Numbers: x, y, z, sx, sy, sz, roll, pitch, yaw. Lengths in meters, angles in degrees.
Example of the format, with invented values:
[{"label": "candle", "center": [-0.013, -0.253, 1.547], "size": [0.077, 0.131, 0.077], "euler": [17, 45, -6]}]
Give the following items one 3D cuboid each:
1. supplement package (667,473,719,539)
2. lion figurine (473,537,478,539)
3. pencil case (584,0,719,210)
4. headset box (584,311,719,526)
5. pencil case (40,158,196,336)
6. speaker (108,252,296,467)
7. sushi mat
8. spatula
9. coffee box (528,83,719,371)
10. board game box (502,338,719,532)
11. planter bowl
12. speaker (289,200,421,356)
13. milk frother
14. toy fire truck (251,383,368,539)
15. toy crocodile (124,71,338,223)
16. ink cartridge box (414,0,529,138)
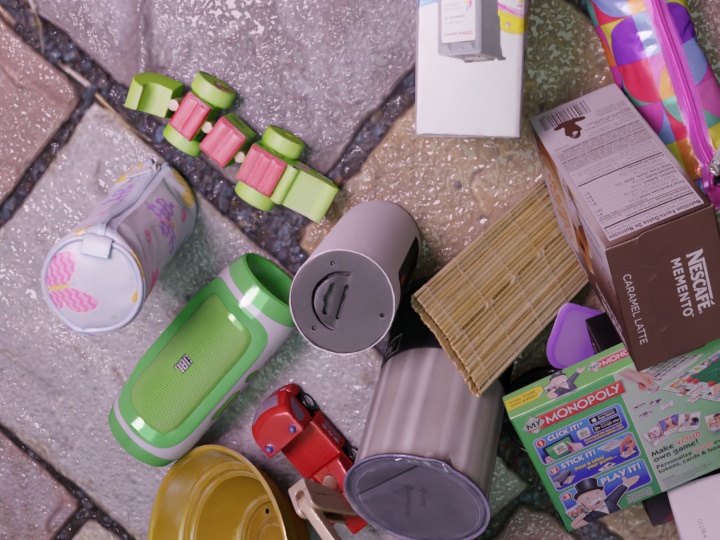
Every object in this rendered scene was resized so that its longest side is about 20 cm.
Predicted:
[{"label": "supplement package", "center": [0.330, 0.256, 0.898], "size": [0.108, 0.115, 0.201], "euler": [-17, 138, 11]}, {"label": "lion figurine", "center": [0.054, 0.289, 0.944], "size": [0.122, 0.200, 0.073], "euler": [3, 136, 48]}, {"label": "pencil case", "center": [0.246, -0.148, 0.875], "size": [0.088, 0.088, 0.202], "euler": [-22, 99, 12]}, {"label": "headset box", "center": [0.283, 0.111, 0.902], "size": [0.147, 0.075, 0.201], "euler": [-20, 122, 5]}, {"label": "pencil case", "center": [-0.193, -0.024, 0.907], "size": [0.083, 0.200, 0.091], "euler": [27, 113, -6]}, {"label": "speaker", "center": [-0.138, 0.081, 0.981], "size": [0.088, 0.088, 0.200], "euler": [41, 105, -3]}, {"label": "sushi mat", "center": [0.122, 0.010, 0.889], "size": [0.012, 0.200, 0.096], "euler": [-27, 99, 50]}, {"label": "spatula", "center": [0.247, 0.077, 0.935], "size": [0.198, 0.021, 0.057], "euler": [17, 101, -13]}, {"label": "coffee box", "center": [0.198, -0.038, 0.818], "size": [0.079, 0.201, 0.115], "euler": [-21, 124, 5]}, {"label": "board game box", "center": [0.223, 0.109, 0.830], "size": [0.198, 0.029, 0.135], "euler": [-25, 121, 7]}, {"label": "planter bowl", "center": [-0.103, 0.259, 0.999], "size": [0.199, 0.083, 0.203], "euler": [-5, 84, 44]}, {"label": "speaker", "center": [0.000, 0.000, 0.882], "size": [0.080, 0.200, 0.082], "euler": [2, 104, 8]}, {"label": "milk frother", "center": [0.104, 0.137, 0.907], "size": [0.198, 0.189, 0.182], "euler": [9, 138, 10]}, {"label": "toy fire truck", "center": [-0.027, 0.200, 0.960], "size": [0.049, 0.141, 0.200], "euler": [-40, 92, 14]}, {"label": "toy crocodile", "center": [-0.109, -0.108, 0.943], "size": [0.199, 0.062, 0.068], "euler": [36, 105, -2]}, {"label": "ink cartridge box", "center": [0.089, -0.211, 0.848], "size": [0.085, 0.148, 0.203], "euler": [2, 105, 8]}]
